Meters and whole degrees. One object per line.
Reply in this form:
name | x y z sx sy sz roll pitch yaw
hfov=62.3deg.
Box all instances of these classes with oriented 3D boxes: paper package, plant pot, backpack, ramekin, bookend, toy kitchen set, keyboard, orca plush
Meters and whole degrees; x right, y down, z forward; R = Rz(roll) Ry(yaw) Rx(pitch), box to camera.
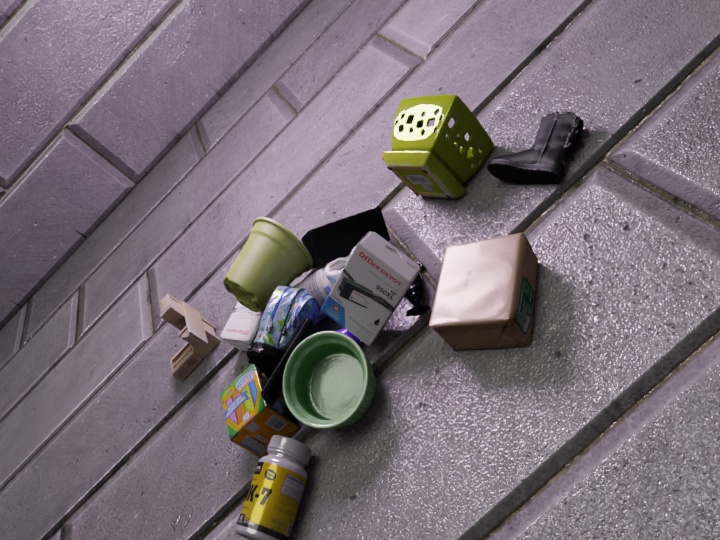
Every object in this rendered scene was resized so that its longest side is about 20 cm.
paper package | 0.250 0.044 1.193 0.188 0.103 0.204 -11 50 39
plant pot | -0.254 -0.001 1.550 0.198 0.202 0.186 8 53 47
backpack | -0.176 0.137 1.407 0.150 0.164 0.204 -6 55 13
ramekin | -0.061 0.242 1.286 0.195 0.098 0.205 -7 68 18
bookend | -0.045 -0.083 1.584 0.195 0.094 0.200 -20 1 -13
toy kitchen set | -0.537 0.219 1.749 0.180 0.200 0.163 -45 36 3
keyboard | -0.151 0.214 1.337 0.020 0.128 0.202 24 68 20
plant pot | 0.183 -0.299 1.491 0.198 0.198 0.185 14 73 49
orca plush | 0.095 0.022 1.393 0.104 0.071 0.203 -29 41 23

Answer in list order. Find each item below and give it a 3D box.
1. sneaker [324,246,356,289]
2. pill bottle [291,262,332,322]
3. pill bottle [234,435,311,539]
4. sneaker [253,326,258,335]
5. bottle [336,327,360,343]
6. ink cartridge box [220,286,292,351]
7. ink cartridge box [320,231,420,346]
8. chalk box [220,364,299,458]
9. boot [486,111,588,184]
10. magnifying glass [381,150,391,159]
sneaker | 0.000 0.000 1.459 0.197 0.101 0.077 -27 34 -26
pill bottle | -0.124 0.076 1.531 0.198 0.114 0.115 -31 40 21
pill bottle | -0.177 0.462 1.247 0.112 0.114 0.204 -9 52 40
sneaker | -0.208 0.208 1.505 0.075 0.100 0.198 -49 45 -11
bottle | -0.065 0.204 1.400 0.201 0.065 0.083 -49 38 0
ink cartridge box | -0.286 0.124 1.676 0.143 0.084 0.203 -1 56 44
ink cartridge box | 0.021 0.041 1.320 0.202 0.143 0.084 -59 -7 30
chalk box | -0.248 0.321 1.435 0.124 0.125 0.201 -42 36 6
boot | 0.401 -0.281 1.350 0.195 0.073 0.165 12 69 42
magnifying glass | 0.144 -0.351 1.717 0.197 0.022 0.081 -7 54 40
